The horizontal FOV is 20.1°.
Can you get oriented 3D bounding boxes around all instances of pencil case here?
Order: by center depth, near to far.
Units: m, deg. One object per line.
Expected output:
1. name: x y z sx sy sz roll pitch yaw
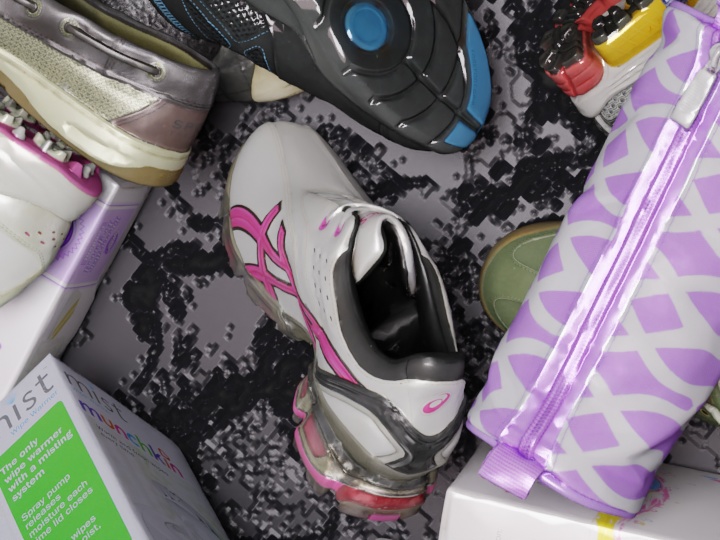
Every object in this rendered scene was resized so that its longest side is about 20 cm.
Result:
1. pencil case: 0.113 -0.005 0.770 0.084 0.085 0.200 25 94 16

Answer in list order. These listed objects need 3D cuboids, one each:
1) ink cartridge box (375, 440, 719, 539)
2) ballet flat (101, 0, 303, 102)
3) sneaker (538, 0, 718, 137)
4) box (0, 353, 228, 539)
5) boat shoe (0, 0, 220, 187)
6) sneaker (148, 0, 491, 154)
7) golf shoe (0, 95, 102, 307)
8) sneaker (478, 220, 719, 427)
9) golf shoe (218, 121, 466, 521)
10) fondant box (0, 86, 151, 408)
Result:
1. ink cartridge box: 0.096 0.118 0.838 0.199 0.117 0.068 11 101 10
2. ballet flat: -0.108 -0.122 0.895 0.200 0.057 0.067 22 98 9
3. sneaker: 0.171 -0.124 0.840 0.200 0.078 0.082 -39 112 7
4. box: -0.144 0.169 0.850 0.200 0.097 0.177 -43 40 6
5. boat shoe: -0.143 -0.116 0.849 0.201 0.072 0.066 38 106 7
6. sneaker: -0.032 -0.117 0.844 0.200 0.082 0.073 38 63 -14
7. golf shoe: -0.210 -0.057 0.856 0.200 0.075 0.092 32 101 9
8. sneaker: 0.141 0.027 0.837 0.200 0.090 0.067 18 98 10
9. golf shoe: 0.000 0.000 0.831 0.092 0.072 0.200 -64 36 38
10. fondant box: -0.216 -0.027 0.924 0.200 0.058 0.145 30 98 7
